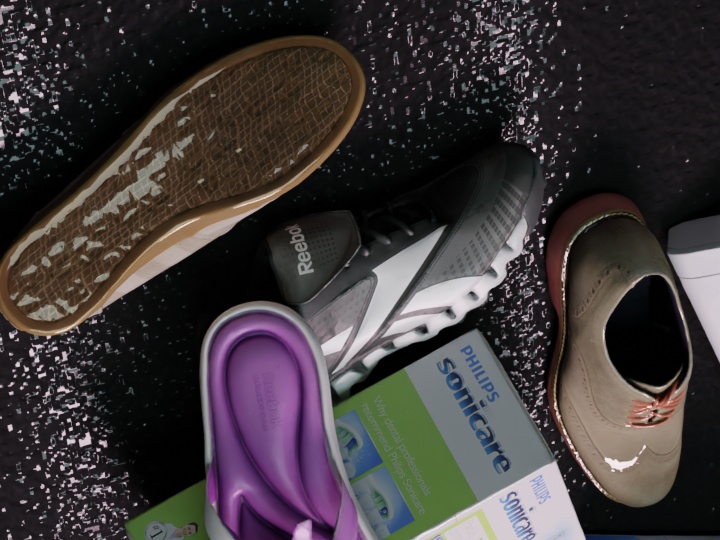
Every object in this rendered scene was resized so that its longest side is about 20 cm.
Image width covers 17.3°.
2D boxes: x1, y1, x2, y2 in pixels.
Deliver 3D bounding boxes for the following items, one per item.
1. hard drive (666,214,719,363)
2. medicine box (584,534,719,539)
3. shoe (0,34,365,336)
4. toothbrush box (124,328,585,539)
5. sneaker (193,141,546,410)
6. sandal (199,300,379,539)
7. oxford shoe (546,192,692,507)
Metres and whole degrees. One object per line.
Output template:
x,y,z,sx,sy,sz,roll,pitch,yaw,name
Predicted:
0.259,0.040,1.264,0.132,0.027,0.200,-12,133,23,hard drive
0.225,0.242,1.323,0.200,0.182,0.103,2,122,-23,medicine box
-0.086,-0.043,1.096,0.200,0.053,0.070,-35,96,-2,shoe
0.002,0.132,1.189,0.200,0.086,0.146,-30,155,-2,toothbrush box
0.000,0.000,1.143,0.200,0.067,0.090,-40,130,10,sneaker
-0.036,0.114,1.086,0.082,0.050,0.203,-18,85,3,sandal
0.139,0.059,1.233,0.070,0.075,0.200,-22,128,-8,oxford shoe
